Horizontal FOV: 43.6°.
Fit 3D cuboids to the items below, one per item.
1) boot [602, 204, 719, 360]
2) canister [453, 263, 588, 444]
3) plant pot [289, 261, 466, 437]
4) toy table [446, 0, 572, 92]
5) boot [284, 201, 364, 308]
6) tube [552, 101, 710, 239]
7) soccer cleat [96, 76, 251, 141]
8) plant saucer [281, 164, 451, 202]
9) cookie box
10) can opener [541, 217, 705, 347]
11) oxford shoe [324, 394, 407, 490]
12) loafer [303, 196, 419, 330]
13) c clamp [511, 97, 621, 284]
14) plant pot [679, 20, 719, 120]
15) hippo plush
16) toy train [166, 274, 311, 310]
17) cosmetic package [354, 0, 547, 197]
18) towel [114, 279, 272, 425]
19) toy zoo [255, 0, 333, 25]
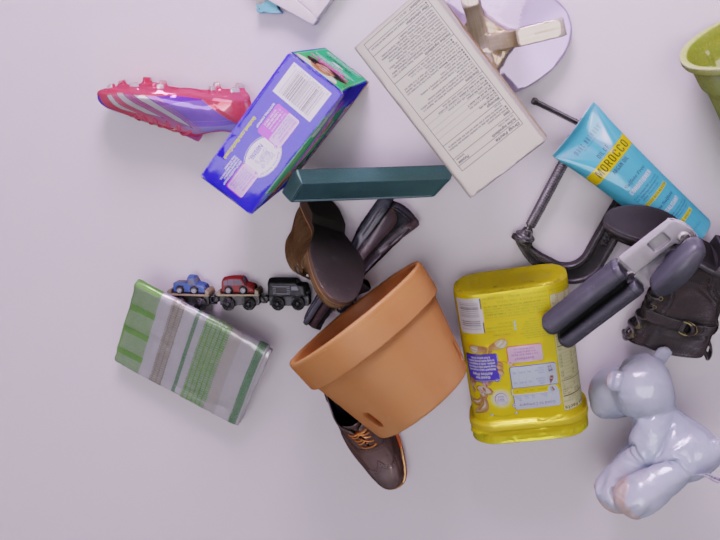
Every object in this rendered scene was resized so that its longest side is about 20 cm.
[{"bbox_3d":[0.354,0.026,1.066,0.199,0.069,0.175,22,133,4],"label":"boot"},{"bbox_3d":[0.197,0.102,1.114,0.147,0.087,0.201,-7,108,11],"label":"canister"},{"bbox_3d":[0.034,0.104,1.084,0.200,0.200,0.140,-38,94,16],"label":"plant pot"},{"bbox_3d":[0.140,-0.256,1.021,0.199,0.117,0.185,-23,100,15],"label":"toy table"},{"bbox_3d":[-0.049,-0.010,1.083,0.073,0.200,0.076,22,119,-26],"label":"boot"},{"bbox_3d":[0.322,-0.103,1.057,0.200,0.050,0.078,38,86,-8],"label":"tube"},{"bbox_3d":[-0.232,-0.197,1.122,0.198,0.067,0.077,3,110,5],"label":"soccer cleat"},{"bbox_3d":[0.011,-0.101,1.063,0.199,0.070,0.019,-3,73,-19],"label":"plant saucer"},{"bbox_3d":[-0.081,-0.167,1.034,0.075,0.200,0.171,39,107,-4],"label":"cookie box"},{"bbox_3d":[0.286,0.022,0.984,0.053,0.067,0.200,38,118,-16],"label":"can opener"},{"bbox_3d":[-0.001,0.212,1.187,0.071,0.073,0.201,-27,99,15],"label":"oxford shoe"},{"bbox_3d":[0.000,0.000,1.135,0.063,0.072,0.201,32,104,-5],"label":"loafer"},{"bbox_3d":[0.250,-0.088,1.098,0.170,0.027,0.201,19,107,-4],"label":"c clamp"},{"bbox_3d":[0.469,-0.178,0.967,0.199,0.201,0.185,-21,113,13],"label":"plant pot"},{"bbox_3d":[0.335,0.189,1.077,0.159,0.200,0.161,-29,88,-24],"label":"hippo plush"},{"bbox_3d":[-0.163,0.028,1.184,0.198,0.034,0.046,-1,101,8],"label":"toy train"},{"bbox_3d":[0.097,-0.189,0.948,0.105,0.071,0.200,-36,96,17],"label":"cosmetic package"},{"bbox_3d":[-0.225,0.108,1.203,0.199,0.031,0.150,28,122,3],"label":"towel"},{"bbox_3d":[-0.063,-0.388,1.066,0.131,0.020,0.200,40,106,-3],"label":"toy zoo"}]
